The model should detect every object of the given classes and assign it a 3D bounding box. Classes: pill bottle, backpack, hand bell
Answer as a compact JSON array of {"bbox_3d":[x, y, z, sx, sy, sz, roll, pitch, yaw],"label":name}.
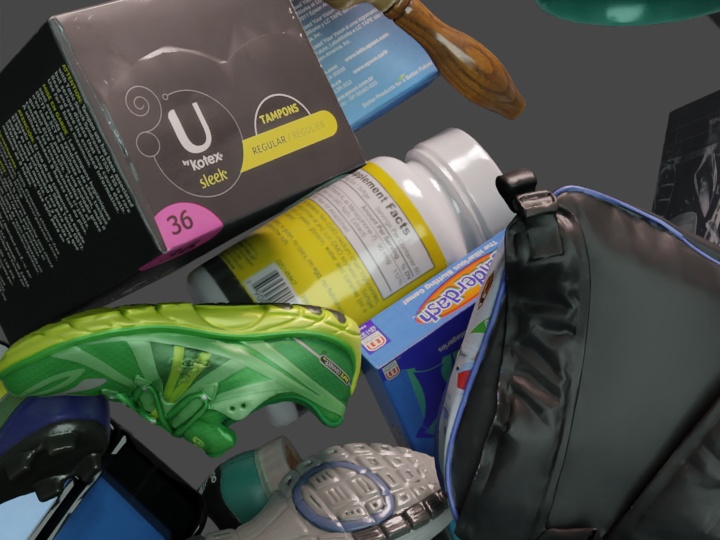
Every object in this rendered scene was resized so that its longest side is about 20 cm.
[{"bbox_3d":[0.000,0.000,0.752,0.199,0.114,0.115,-32,93,-11],"label":"pill bottle"},{"bbox_3d":[0.125,0.072,0.617,0.199,0.154,0.192,25,84,4],"label":"backpack"},{"bbox_3d":[0.028,-0.161,0.732,0.199,0.104,0.105,38,80,-22],"label":"hand bell"}]

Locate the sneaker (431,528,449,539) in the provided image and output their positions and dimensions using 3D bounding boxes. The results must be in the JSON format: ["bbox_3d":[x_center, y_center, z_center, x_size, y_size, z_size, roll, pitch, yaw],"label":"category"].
[{"bbox_3d":[0.044,0.203,0.770,0.074,0.087,0.201,-26,110,-4],"label":"sneaker"}]

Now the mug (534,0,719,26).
[{"bbox_3d":[0.188,-0.242,0.768,0.150,0.185,0.116,0,84,0],"label":"mug"}]

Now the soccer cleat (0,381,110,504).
[{"bbox_3d":[-0.237,0.108,0.688,0.198,0.065,0.084,-22,51,6],"label":"soccer cleat"}]

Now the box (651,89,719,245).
[{"bbox_3d":[0.277,-0.015,0.765,0.123,0.200,0.199,11,84,-9],"label":"box"}]

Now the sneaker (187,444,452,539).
[{"bbox_3d":[-0.033,0.168,0.665,0.199,0.075,0.088,-25,132,-11],"label":"sneaker"}]

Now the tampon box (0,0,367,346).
[{"bbox_3d":[-0.127,-0.061,0.665,0.149,0.199,0.127,-28,93,-40],"label":"tampon box"}]

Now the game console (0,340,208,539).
[{"bbox_3d":[-0.216,0.166,0.698,0.175,0.116,0.201,37,80,-7],"label":"game console"}]

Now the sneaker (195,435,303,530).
[{"bbox_3d":[-0.042,0.210,0.761,0.079,0.071,0.202,-24,96,6],"label":"sneaker"}]

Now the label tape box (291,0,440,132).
[{"bbox_3d":[-0.059,-0.175,0.775,0.144,0.063,0.201,-33,94,-13],"label":"label tape box"}]

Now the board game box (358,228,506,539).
[{"bbox_3d":[0.093,0.080,0.751,0.151,0.045,0.201,-34,128,-11],"label":"board game box"}]

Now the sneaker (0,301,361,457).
[{"bbox_3d":[-0.096,0.059,0.637,0.198,0.074,0.085,0,86,-9],"label":"sneaker"}]
